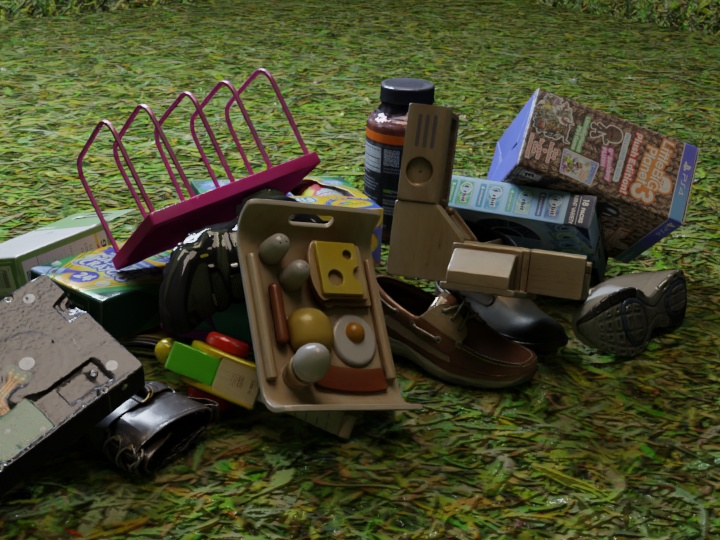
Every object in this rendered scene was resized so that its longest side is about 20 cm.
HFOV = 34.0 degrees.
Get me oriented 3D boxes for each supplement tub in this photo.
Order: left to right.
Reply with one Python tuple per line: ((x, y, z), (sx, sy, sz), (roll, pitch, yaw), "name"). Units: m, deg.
((0.058, -0.145, 1.535), (0.106, 0.202, 0.107), (2, 21, -1), "supplement tub")

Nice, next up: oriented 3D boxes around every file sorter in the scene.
((-0.173, -0.110, 1.212), (0.199, 0.126, 0.139), (-24, -5, -32), "file sorter")

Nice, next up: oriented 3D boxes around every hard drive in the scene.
((-0.295, 0.103, 0.963), (0.139, 0.038, 0.200), (36, 55, 23), "hard drive")

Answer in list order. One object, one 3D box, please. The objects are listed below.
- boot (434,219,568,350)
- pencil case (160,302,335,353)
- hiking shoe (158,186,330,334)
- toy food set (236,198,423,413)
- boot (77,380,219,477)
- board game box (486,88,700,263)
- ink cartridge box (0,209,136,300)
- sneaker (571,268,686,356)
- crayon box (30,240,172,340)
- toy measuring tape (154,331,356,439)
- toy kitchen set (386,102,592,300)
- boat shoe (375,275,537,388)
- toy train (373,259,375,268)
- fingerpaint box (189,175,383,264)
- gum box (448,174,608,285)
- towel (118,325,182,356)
((0.149, 0.015, 1.275), (0.074, 0.098, 0.199), (-14, 26, -34), "boot")
((-0.095, 0.052, 1.166), (0.199, 0.085, 0.093), (17, 63, 28), "pencil case")
((-0.105, -0.007, 1.112), (0.100, 0.076, 0.200), (18, 48, 31), "hiking shoe")
((-0.025, 0.033, 1.055), (0.142, 0.202, 0.060), (3, -25, -31), "toy food set")
((-0.242, 0.127, 1.008), (0.173, 0.070, 0.199), (26, 38, 31), "boot")
((0.260, -0.105, 1.361), (0.198, 0.098, 0.160), (19, -18, -4), "board game box")
((-0.348, -0.014, 1.331), (0.103, 0.060, 0.200), (-4, 16, 31), "ink cartridge box")
((0.279, 0.044, 1.271), (0.087, 0.075, 0.199), (4, 11, 40), "sneaker")
((-0.233, 0.011, 1.259), (0.125, 0.052, 0.199), (19, 26, 38), "crayon box")
((-0.096, 0.107, 1.083), (0.198, 0.074, 0.074), (21, 24, 7), "toy measuring tape")
((0.129, -0.067, 1.163), (0.198, 0.182, 0.163), (8, 2, 16), "toy kitchen set")
((0.084, 0.059, 1.182), (0.199, 0.072, 0.076), (18, 27, 23), "boat shoe")
((0.000, 0.000, 1.275), (0.198, 0.117, 0.085), (-2, 22, -9), "toy train")
((-0.093, -0.061, 1.410), (0.198, 0.074, 0.167), (-3, 19, -19), "fingerpaint box")
((0.182, -0.046, 1.373), (0.198, 0.045, 0.170), (10, -20, 20), "gum box")
((-0.246, 0.042, 1.281), (0.142, 0.023, 0.200), (4, 22, 8), "towel")
